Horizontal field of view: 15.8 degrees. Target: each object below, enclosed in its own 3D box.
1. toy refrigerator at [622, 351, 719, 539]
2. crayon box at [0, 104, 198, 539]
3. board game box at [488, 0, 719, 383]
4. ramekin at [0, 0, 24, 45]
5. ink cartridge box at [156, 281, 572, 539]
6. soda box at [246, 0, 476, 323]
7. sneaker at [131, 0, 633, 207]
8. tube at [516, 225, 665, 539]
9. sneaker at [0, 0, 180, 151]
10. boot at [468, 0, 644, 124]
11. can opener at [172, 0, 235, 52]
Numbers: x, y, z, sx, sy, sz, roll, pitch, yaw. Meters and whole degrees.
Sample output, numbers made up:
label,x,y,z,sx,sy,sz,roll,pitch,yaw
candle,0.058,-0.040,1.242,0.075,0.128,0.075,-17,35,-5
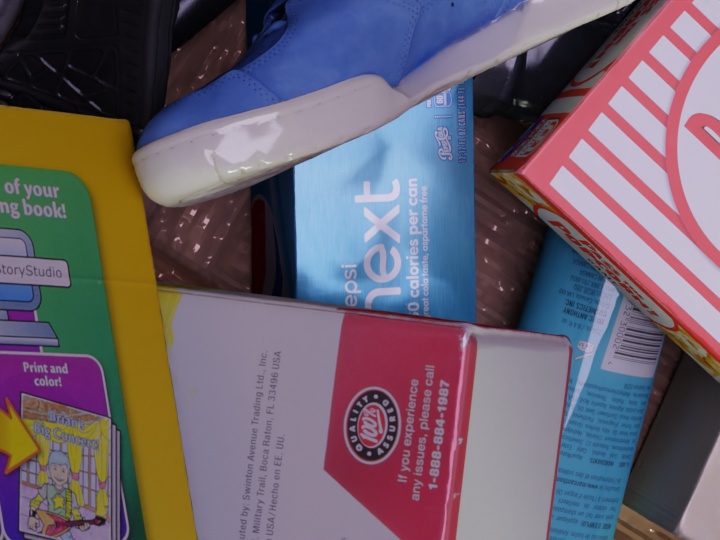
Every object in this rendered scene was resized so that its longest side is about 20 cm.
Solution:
label,x,y,z,sx,sy,sz,roll,pitch,yaw
toy refrigerator,0.206,0.096,0.978,0.199,0.070,0.076,23,90,-15
crayon box,-0.143,0.037,0.727,0.200,0.058,0.173,5,68,-45
board game box,0.168,-0.024,0.900,0.200,0.046,0.152,41,85,-9
ramekin,-0.197,-0.127,0.818,0.200,0.098,0.201,-1,95,-9
ink cartridge box,-0.044,0.078,0.838,0.199,0.083,0.146,7,91,28
soda box,0.000,0.000,0.912,0.068,0.064,0.201,-2,93,-17
sneaker,-0.006,-0.102,0.825,0.200,0.077,0.112,-28,94,-28
tube,0.070,0.076,0.950,0.077,0.050,0.201,15,95,-16
sneaker,-0.069,-0.112,0.833,0.060,0.104,0.200,22,127,5
boot,0.143,-0.113,0.946,0.199,0.066,0.165,13,97,-14
can opener,-0.037,-0.132,0.904,0.200,0.079,0.063,-49,143,-5
